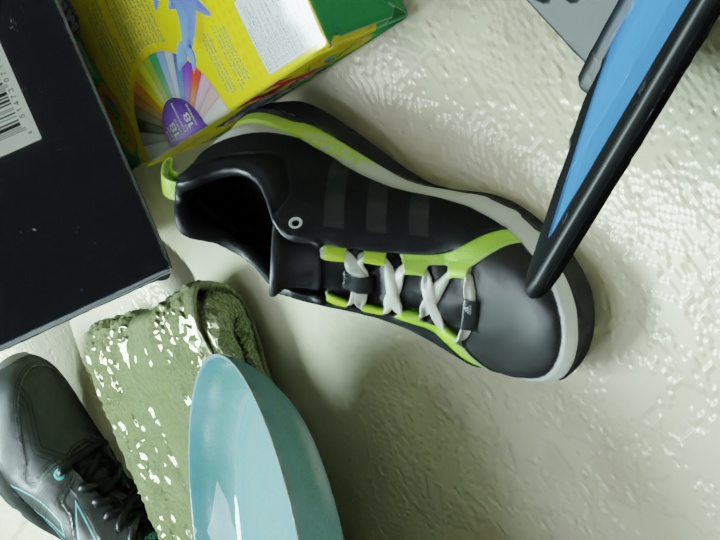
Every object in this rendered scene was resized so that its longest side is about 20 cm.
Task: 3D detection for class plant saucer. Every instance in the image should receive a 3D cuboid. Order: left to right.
[{"bbox_3d":[-0.038,0.135,0.896,0.200,0.027,0.202,172,90,-73],"label":"plant saucer"}]

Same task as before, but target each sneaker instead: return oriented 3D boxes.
[{"bbox_3d":[-0.137,0.132,1.120,0.079,0.075,0.201,-16,105,41],"label":"sneaker"},{"bbox_3d":[0.000,0.000,0.822,0.199,0.083,0.072,28,132,33],"label":"sneaker"}]

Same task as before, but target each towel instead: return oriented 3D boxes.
[{"bbox_3d":[-0.068,0.107,1.028,0.148,0.036,0.201,-19,96,56],"label":"towel"}]

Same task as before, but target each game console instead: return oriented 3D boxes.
[{"bbox_3d":[0.069,-0.128,0.629,0.176,0.116,0.201,50,143,19],"label":"game console"}]

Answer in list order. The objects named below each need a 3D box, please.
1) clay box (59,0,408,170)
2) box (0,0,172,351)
[{"bbox_3d":[-0.069,-0.122,0.875,0.200,0.047,0.116,-23,91,57],"label":"clay box"},{"bbox_3d":[-0.182,-0.074,0.943,0.201,0.103,0.182,67,170,-8],"label":"box"}]
